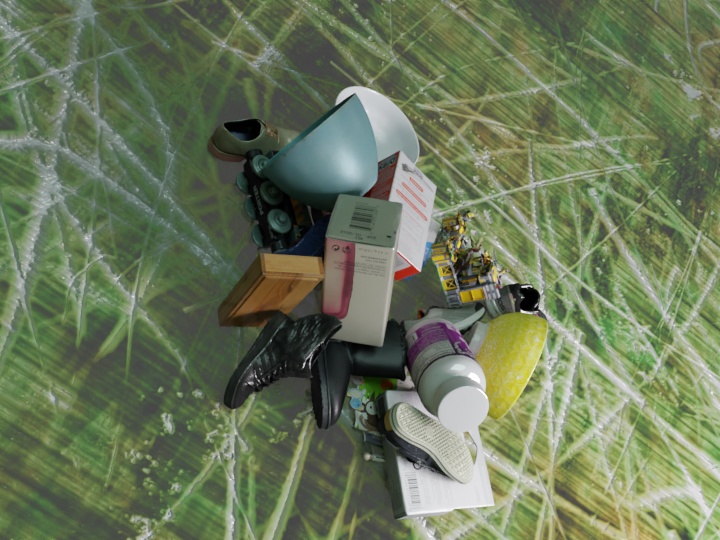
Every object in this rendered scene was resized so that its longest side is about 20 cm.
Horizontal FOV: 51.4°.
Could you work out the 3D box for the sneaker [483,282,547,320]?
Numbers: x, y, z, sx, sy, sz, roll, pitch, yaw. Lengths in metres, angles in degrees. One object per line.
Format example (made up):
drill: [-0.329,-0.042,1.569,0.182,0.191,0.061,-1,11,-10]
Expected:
sneaker: [0.323,0.076,1.454,0.199,0.087,0.075,27,46,-42]

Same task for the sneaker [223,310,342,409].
sneaker: [-0.118,0.141,1.146,0.103,0.060,0.201,28,75,13]

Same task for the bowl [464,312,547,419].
bowl: [0.237,0.151,1.328,0.107,0.201,0.201,27,53,1]

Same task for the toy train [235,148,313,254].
toy train: [-0.143,-0.121,1.312,0.113,0.085,0.202,-2,67,-41]

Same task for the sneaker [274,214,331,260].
sneaker: [-0.096,-0.007,1.261,0.199,0.078,0.070,-39,52,-14]

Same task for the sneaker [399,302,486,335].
sneaker: [0.156,0.092,1.380,0.198,0.074,0.080,-21,71,-37]

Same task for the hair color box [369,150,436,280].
hair color box: [0.067,-0.098,1.327,0.111,0.063,0.202,39,49,-31]

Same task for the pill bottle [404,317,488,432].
pill bottle: [0.139,0.169,1.212,0.111,0.113,0.200,21,19,-19]

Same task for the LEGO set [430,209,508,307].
LEGO set: [0.212,-0.027,1.390,0.200,0.114,0.156,-46,122,-65]

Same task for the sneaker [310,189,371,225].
sneaker: [-0.036,-0.170,1.367,0.106,0.067,0.204,-13,57,13]

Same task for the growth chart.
growth chart: [0.044,0.235,1.272,0.143,0.018,0.203,9,60,-26]

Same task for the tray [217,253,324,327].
tray: [-0.142,0.036,1.149,0.097,0.200,0.038,3,62,-29]

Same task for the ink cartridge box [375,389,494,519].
ink cartridge box: [0.122,0.300,1.242,0.171,0.044,0.203,5,61,-28]

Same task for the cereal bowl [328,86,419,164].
cereal bowl: [0.014,-0.255,1.462,0.198,0.083,0.202,21,50,-26]

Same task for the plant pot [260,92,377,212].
plant pot: [-0.047,-0.177,1.239,0.135,0.199,0.200,51,51,-14]

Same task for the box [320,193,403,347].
box: [0.000,0.000,1.192,0.107,0.202,0.129,9,37,4]

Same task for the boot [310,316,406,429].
boot: [-0.002,0.163,1.228,0.160,0.074,0.200,3,53,-16]

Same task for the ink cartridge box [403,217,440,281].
ink cartridge box: [0.042,-0.089,1.408,0.199,0.068,0.116,34,52,-11]

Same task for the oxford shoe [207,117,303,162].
oxford shoe: [-0.173,-0.236,1.355,0.198,0.074,0.072,-9,69,-34]

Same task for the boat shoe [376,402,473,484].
boat shoe: [0.105,0.276,1.183,0.199,0.062,0.075,38,45,-25]
